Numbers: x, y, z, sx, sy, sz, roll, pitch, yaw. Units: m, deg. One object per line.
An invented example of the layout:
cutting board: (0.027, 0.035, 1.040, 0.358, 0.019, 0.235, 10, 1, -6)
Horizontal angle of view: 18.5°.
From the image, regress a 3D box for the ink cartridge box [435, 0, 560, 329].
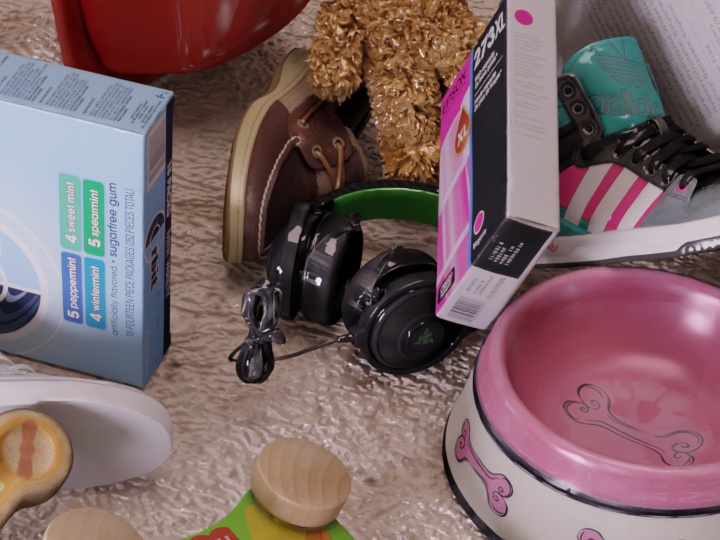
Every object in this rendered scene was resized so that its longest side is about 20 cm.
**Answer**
ink cartridge box: (0.075, -0.075, 1.194, 0.037, 0.095, 0.200, 16, 51, -13)

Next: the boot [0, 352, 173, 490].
boot: (-0.194, 0.055, 1.136, 0.199, 0.074, 0.096, 2, 45, -2)

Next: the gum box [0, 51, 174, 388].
gum box: (-0.199, -0.036, 1.176, 0.199, 0.170, 0.045, 15, 40, 12)

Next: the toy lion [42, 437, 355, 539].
toy lion: (-0.027, 0.174, 1.000, 0.200, 0.069, 0.192, -15, 50, -41)

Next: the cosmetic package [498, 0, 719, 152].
cosmetic package: (0.217, -0.150, 1.298, 0.164, 0.200, 0.165, -19, 78, -29)

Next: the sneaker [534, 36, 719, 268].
sneaker: (0.158, -0.068, 1.200, 0.200, 0.121, 0.083, -5, 4, 44)

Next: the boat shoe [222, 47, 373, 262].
boat shoe: (-0.030, -0.068, 1.318, 0.072, 0.072, 0.200, 11, 32, 9)

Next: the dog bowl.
dog bowl: (0.145, 0.075, 1.151, 0.199, 0.074, 0.200, 3, 39, -2)

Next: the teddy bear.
teddy bear: (0.031, -0.145, 1.301, 0.145, 0.201, 0.067, -7, 5, -5)

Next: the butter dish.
butter dish: (-0.087, -0.206, 1.364, 0.148, 0.201, 0.199, 16, 38, 32)

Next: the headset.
headset: (0.000, 0.000, 1.212, 0.123, 0.094, 0.200, 27, 44, 26)

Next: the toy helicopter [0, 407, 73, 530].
toy helicopter: (-0.193, 0.145, 1.018, 0.132, 0.079, 0.200, 37, 56, 3)
